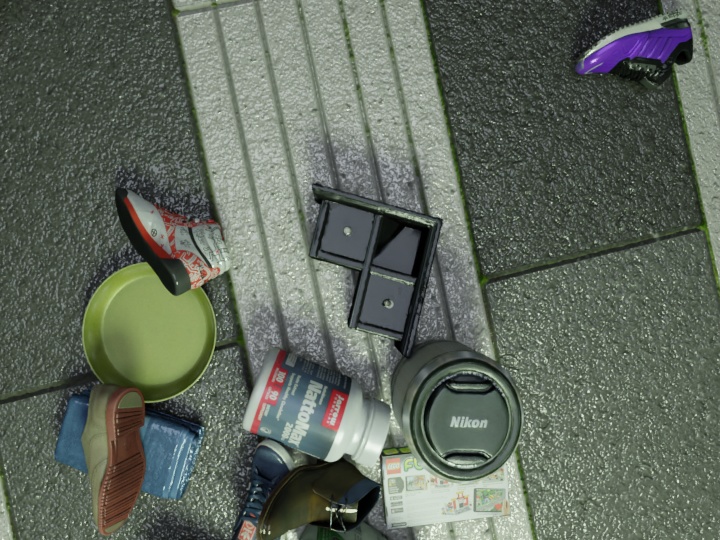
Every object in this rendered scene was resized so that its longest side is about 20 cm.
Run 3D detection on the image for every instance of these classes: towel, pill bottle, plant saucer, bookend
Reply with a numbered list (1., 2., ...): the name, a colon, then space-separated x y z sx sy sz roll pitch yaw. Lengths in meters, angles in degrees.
1. towel: -0.339 0.256 0.771 0.195 0.049 0.115 20 88 -4
2. pill bottle: -0.060 0.203 0.756 0.195 0.120 0.123 21 88 -4
3. plant saucer: -0.311 0.091 0.784 0.193 0.031 0.207 0 89 -3
4. bookend: 0.000 0.000 0.775 0.194 0.092 0.205 15 89 -3

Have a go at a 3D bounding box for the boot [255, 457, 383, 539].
1. boot: -0.049 0.312 0.705 0.095 0.198 0.077 12 102 28

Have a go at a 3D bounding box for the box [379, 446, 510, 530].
1. box: 0.130 0.327 0.808 0.193 0.035 0.114 -4 89 -4

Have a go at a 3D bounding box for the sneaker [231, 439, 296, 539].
1. sneaker: -0.140 0.338 0.729 0.073 0.084 0.206 15 112 24

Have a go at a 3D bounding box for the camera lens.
1. camera lens: 0.124 0.184 0.727 0.155 0.200 0.166 0 90 -4

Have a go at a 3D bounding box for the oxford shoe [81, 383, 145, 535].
1. oxford shoe: -0.347 0.256 0.724 0.073 0.070 0.207 8 91 23

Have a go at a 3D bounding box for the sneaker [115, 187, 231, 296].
1. sneaker: -0.275 -0.057 0.776 0.107 0.068 0.202 -26 62 -37

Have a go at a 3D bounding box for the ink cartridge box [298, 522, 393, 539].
1. ink cartridge box: 0.006 0.437 0.743 0.197 0.147 0.084 31 89 -2

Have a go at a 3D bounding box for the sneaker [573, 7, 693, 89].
1. sneaker: 0.438 -0.331 0.821 0.195 0.070 0.102 -21 93 -3
